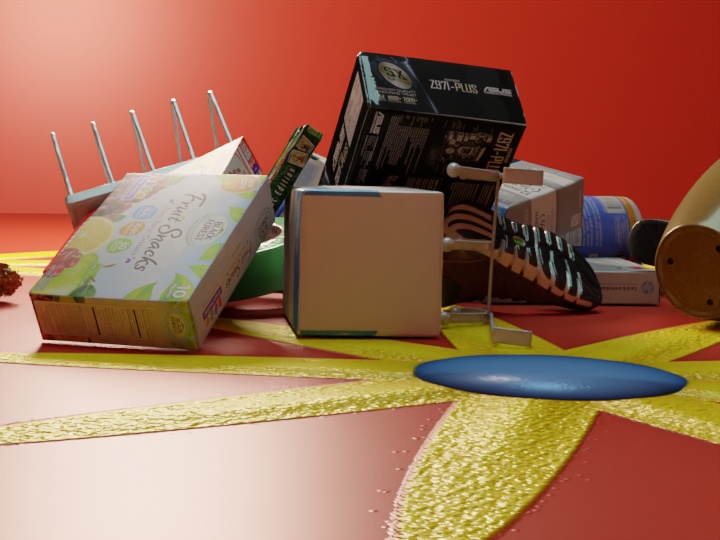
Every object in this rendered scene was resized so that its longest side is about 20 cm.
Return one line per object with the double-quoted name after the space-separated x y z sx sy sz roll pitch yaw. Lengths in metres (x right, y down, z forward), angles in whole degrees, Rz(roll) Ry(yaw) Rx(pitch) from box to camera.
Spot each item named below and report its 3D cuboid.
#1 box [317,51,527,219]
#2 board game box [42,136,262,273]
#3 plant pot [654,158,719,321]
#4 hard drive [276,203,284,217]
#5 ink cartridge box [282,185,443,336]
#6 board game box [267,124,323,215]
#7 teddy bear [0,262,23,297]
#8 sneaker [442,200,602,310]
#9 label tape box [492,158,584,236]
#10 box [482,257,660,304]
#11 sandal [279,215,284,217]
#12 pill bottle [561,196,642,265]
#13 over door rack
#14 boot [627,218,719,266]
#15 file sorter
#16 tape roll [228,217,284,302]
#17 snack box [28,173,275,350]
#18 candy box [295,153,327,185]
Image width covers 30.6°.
0.056 -0.108 1.328 0.162 0.201 0.087 4 46 -14 "box"
-0.204 -0.049 1.316 0.198 0.047 0.152 -24 20 16 "board game box"
0.378 -0.027 1.299 0.185 0.189 0.199 6 19 42 "plant pot"
-0.178 -0.038 1.582 0.130 0.026 0.200 3 29 20 "hard drive"
-0.005 -0.014 1.213 0.127 0.127 0.200 1 5 -9 "ink cartridge box"
-0.100 -0.047 1.244 0.023 0.201 0.105 32 -1 -7 "board game box"
-0.415 0.010 1.276 0.143 0.068 0.200 11 -1 2 "teddy bear"
0.146 0.007 1.364 0.199 0.076 0.116 26 -49 -22 "sneaker"
0.137 -0.069 1.489 0.199 0.067 0.143 -19 29 -39 "label tape box"
0.221 0.010 1.497 0.197 0.042 0.156 -1 6 -7 "box"
-0.058 -0.029 1.641 0.042 0.077 0.200 4 3 28 "sandal"
0.241 -0.037 1.633 0.198 0.114 0.112 -1 5 -16 "pill bottle"
0.108 -0.020 1.177 0.066 0.150 0.200 3 4 -6 "over door rack"
0.430 -0.012 1.570 0.198 0.074 0.150 14 4 25 "boot"
-0.236 -0.103 1.494 0.198 0.125 0.139 -17 -34 -11 "file sorter"
-0.149 -0.012 1.397 0.198 0.049 0.201 -6 15 1 "tape roll"
-0.169 -0.013 1.112 0.140 0.053 0.201 3 34 15 "snack box"
0.009 -0.075 1.700 0.199 0.072 0.168 30 6 16 "candy box"
